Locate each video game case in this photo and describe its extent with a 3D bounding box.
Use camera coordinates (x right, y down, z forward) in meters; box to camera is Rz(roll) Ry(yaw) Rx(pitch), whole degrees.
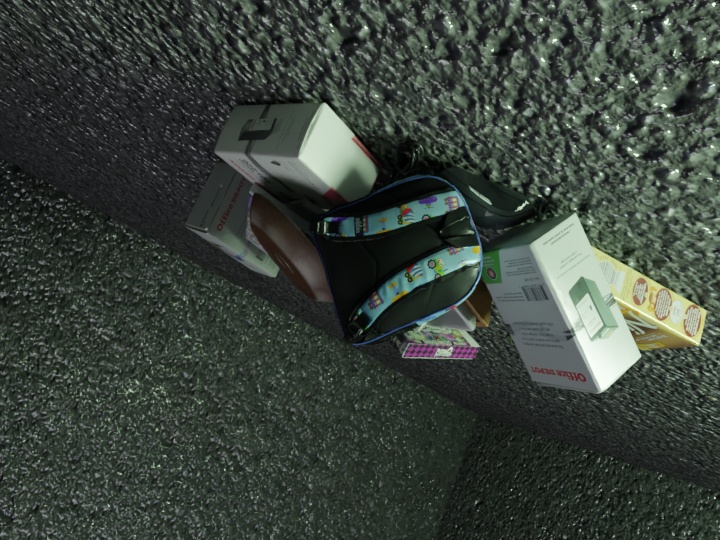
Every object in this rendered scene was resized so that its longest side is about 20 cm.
[{"bbox_3d":[0.105,0.095,1.104,0.196,0.037,0.182,9,-152,-39],"label":"video game case"},{"bbox_3d":[-0.127,-0.054,0.971,0.141,0.018,0.200,37,158,0],"label":"video game case"}]

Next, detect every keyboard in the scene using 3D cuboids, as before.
[{"bbox_3d":[-0.018,-0.057,0.904,0.197,0.011,0.056,31,172,-28],"label":"keyboard"}]

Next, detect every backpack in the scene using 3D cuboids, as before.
[{"bbox_3d":[0.055,-0.016,0.751,0.195,0.188,0.134,-22,168,12],"label":"backpack"}]

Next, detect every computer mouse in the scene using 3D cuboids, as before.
[{"bbox_3d":[0.123,-0.091,0.783,0.195,0.047,0.141,26,166,-3],"label":"computer mouse"}]

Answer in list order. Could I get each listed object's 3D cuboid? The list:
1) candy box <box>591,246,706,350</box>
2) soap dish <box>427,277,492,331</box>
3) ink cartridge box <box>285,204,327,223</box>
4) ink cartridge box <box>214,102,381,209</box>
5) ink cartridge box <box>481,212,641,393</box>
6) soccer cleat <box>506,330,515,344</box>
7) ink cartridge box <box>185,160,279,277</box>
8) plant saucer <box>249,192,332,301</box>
[{"bbox_3d":[0.366,0.044,0.835,0.196,0.057,0.115,28,165,-8],"label":"candy box"},{"bbox_3d":[0.121,0.007,0.992,0.201,0.082,0.156,49,158,-21],"label":"soap dish"},{"bbox_3d":[-0.113,-0.101,1.017,0.197,0.067,0.121,11,124,47],"label":"ink cartridge box"},{"bbox_3d":[-0.091,-0.159,0.831,0.196,0.087,0.145,15,164,43],"label":"ink cartridge box"},{"bbox_3d":[0.250,0.044,0.768,0.205,0.083,0.145,63,162,-6],"label":"ink cartridge box"},{"bbox_3d":[0.283,0.065,0.907,0.079,0.070,0.198,8,-162,32],"label":"soccer cleat"},{"bbox_3d":[-0.227,-0.100,1.171,0.086,0.149,0.199,15,165,39],"label":"ink cartridge box"},{"bbox_3d":[-0.101,-0.022,0.858,0.200,0.037,0.201,45,166,13],"label":"plant saucer"}]
